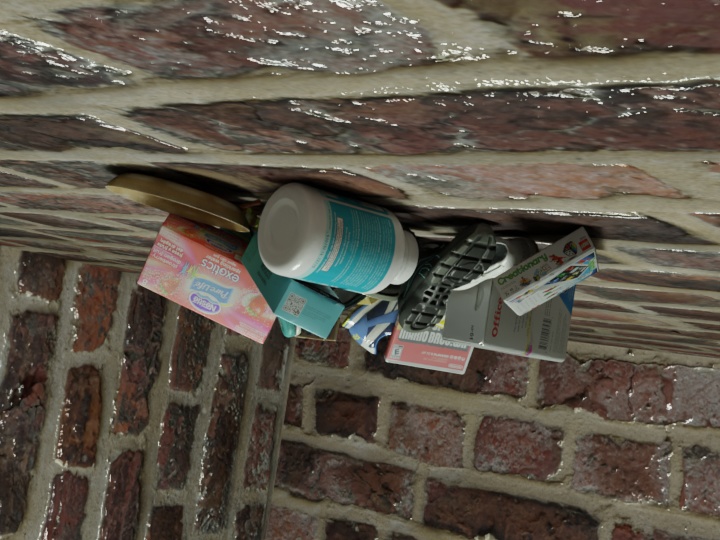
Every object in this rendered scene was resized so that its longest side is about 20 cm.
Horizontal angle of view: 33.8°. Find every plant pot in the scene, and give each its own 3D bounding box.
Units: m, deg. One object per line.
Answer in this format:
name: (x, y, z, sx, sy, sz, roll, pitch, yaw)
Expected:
plant pot: (-0.237, -0.092, 1.561, 0.197, 0.028, 0.200, 16, 175, 2)

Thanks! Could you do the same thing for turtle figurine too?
turtle figurine: (-0.077, -0.048, 1.656, 0.196, 0.066, 0.161, 8, 175, 9)

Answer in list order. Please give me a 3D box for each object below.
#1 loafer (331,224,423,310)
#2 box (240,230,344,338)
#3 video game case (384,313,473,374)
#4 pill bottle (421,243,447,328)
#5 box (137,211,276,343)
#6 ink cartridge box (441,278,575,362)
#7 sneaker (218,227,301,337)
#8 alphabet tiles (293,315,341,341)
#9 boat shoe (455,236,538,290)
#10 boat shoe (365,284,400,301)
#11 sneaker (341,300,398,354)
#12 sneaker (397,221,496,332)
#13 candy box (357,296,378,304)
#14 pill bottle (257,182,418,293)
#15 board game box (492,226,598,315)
loafer: (-0.007, 0.000, 1.635, 0.197, 0.073, 0.073, -25, -156, 1)
box: (-0.091, 0.015, 1.522, 0.081, 0.050, 0.200, 27, -170, -24)
video game case: (0.131, 0.067, 1.887, 0.140, 0.203, 0.018, 10, -156, -17)
pill bottle: (0.166, 0.044, 1.807, 0.198, 0.114, 0.112, 23, 169, -26)
box: (-0.201, 0.006, 1.669, 0.197, 0.096, 0.103, 26, -164, -7)
ink cartridge box: (0.217, 0.045, 1.706, 0.084, 0.147, 0.198, 6, 174, 44)
sneaker: (-0.152, 0.014, 1.764, 0.079, 0.202, 0.077, -32, -174, -19)
alphabet tiles: (-0.068, 0.018, 1.777, 0.007, 0.170, 0.199, 14, 173, -28)
boat shoe: (0.146, -0.019, 1.593, 0.069, 0.072, 0.198, 13, 164, -39)
boat shoe: (-0.029, -0.026, 1.555, 0.199, 0.061, 0.072, 26, -167, -7)
sneaker: (0.068, 0.057, 1.928, 0.199, 0.083, 0.074, -35, -179, 9)
sneaker: (0.101, -0.005, 1.536, 0.074, 0.080, 0.200, 11, 136, -32)
candy box: (0.000, 0.000, 1.793, 0.116, 0.057, 0.199, -31, -167, -26)
pill bottle: (-0.021, -0.034, 1.451, 0.198, 0.113, 0.110, 14, 173, -41)
board game box: (0.236, 0.005, 1.485, 0.125, 0.035, 0.200, -30, 167, 7)
